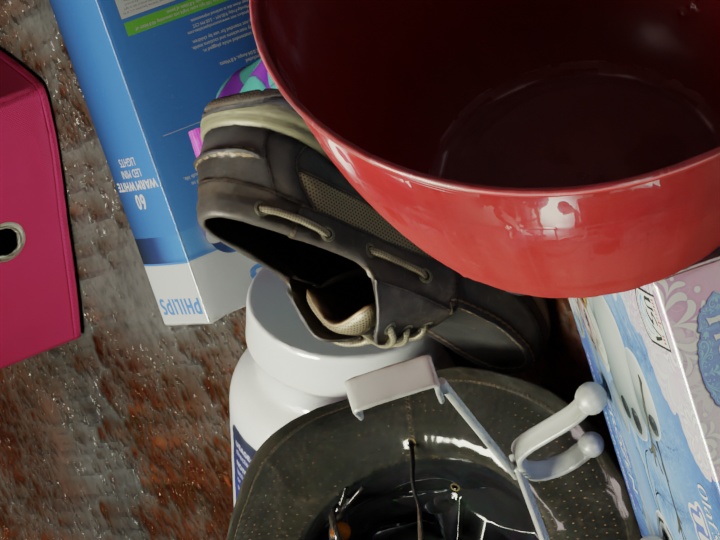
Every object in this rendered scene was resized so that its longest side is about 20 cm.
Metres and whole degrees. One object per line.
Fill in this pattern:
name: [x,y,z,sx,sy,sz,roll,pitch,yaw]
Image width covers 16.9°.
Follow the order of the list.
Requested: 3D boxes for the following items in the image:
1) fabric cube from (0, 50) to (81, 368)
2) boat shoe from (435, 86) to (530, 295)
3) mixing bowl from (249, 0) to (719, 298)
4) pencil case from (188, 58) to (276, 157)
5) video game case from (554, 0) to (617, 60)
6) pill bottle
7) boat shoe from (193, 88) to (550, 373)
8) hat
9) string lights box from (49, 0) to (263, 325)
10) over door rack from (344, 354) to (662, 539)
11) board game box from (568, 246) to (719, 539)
fabric cube: [-0.322,-0.040,1.565,0.200,0.199,0.197,35,138,45]
boat shoe: [0.010,-0.069,0.923,0.200,0.073,0.063,43,122,19]
mixing bowl: [0.069,-0.064,0.804,0.200,0.200,0.109,44,158,37]
pencil case: [0.000,-0.091,1.059,0.200,0.092,0.085,-40,67,61]
video game case: [0.046,-0.197,0.904,0.200,0.023,0.182,43,128,30]
pill bottle: [-0.007,0.091,1.190,0.116,0.115,0.201,41,144,40]
boat shoe: [0.000,0.000,1.054,0.200,0.074,0.074,34,152,-28]
hat: [0.038,0.143,1.088,0.201,0.200,0.081,52,-174,26]
string lights box: [-0.077,-0.084,1.194,0.059,0.102,0.201,-4,107,61]
over door rack: [0.080,0.116,0.926,0.200,0.066,0.148,28,-141,-63]
board game box: [0.134,0.074,0.924,0.199,0.043,0.201,-134,25,-79]
